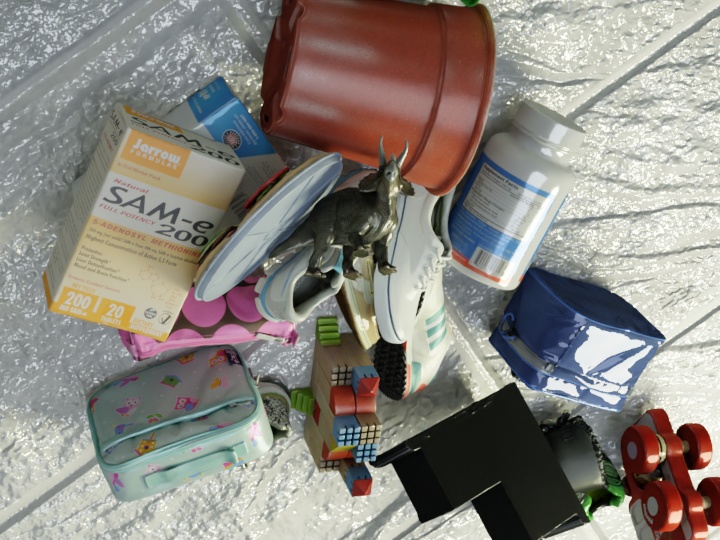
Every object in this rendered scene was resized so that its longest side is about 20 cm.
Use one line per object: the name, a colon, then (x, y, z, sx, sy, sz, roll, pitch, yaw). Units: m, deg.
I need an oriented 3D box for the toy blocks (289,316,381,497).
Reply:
toy blocks: (-0.019, 0.175, 1.355, 0.099, 0.137, 0.201, -2, 118, -19)

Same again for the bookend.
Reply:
bookend: (0.149, 0.272, 1.395, 0.198, 0.201, 0.092, -23, 170, -37)

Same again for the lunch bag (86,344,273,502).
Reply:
lunch bag: (-0.200, 0.169, 1.268, 0.199, 0.161, 0.077, -20, 123, -8)

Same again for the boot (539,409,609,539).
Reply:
boot: (0.255, 0.300, 1.518, 0.162, 0.073, 0.199, -19, 85, -4)

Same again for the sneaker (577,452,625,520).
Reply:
sneaker: (0.275, 0.317, 1.575, 0.199, 0.085, 0.078, -19, 122, -9)

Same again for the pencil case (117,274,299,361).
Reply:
pencil case: (-0.169, 0.054, 1.255, 0.199, 0.094, 0.091, -6, 146, -16)

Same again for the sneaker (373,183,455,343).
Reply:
sneaker: (0.064, -0.015, 1.274, 0.073, 0.070, 0.201, 4, 93, -60)

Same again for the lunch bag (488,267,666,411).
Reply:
lunch bag: (0.260, 0.093, 1.416, 0.199, 0.136, 0.133, 16, 110, -27)

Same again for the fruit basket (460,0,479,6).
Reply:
fruit basket: (0.058, -0.345, 1.064, 0.214, 0.155, 0.217, 4, 76, -16)

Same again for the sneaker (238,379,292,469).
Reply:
sneaker: (-0.165, 0.208, 1.346, 0.199, 0.089, 0.077, -32, 124, -1)

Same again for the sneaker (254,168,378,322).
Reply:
sneaker: (-0.026, -0.021, 1.201, 0.075, 0.087, 0.200, 39, 81, -25)

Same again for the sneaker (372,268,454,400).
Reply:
sneaker: (0.075, 0.058, 1.379, 0.093, 0.070, 0.201, -10, 115, -45)

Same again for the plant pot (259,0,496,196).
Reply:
plant pot: (0.008, -0.192, 1.143, 0.194, 0.201, 0.202, 10, 114, -16)

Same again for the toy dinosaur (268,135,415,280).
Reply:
toy dinosaur: (-0.009, -0.047, 1.132, 0.077, 0.103, 0.199, 22, 150, -35)

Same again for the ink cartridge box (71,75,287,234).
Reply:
ink cartridge box: (-0.180, -0.083, 1.184, 0.200, 0.085, 0.145, -36, 123, -1)

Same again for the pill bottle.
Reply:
pill bottle: (0.177, -0.089, 1.301, 0.112, 0.112, 0.201, 18, 109, -28)

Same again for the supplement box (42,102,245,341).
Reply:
supplement box: (-0.213, -0.044, 1.098, 0.125, 0.074, 0.201, 18, 109, -28)

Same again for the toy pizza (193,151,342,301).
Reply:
toy pizza: (-0.095, -0.048, 1.105, 0.032, 0.200, 0.200, 45, 97, 5)

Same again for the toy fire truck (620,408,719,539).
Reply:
toy fire truck: (0.414, 0.305, 1.567, 0.111, 0.201, 0.168, 0, 144, -20)

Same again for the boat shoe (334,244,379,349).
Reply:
boat shoe: (0.000, 0.000, 1.303, 0.066, 0.074, 0.201, -21, 122, -11)
